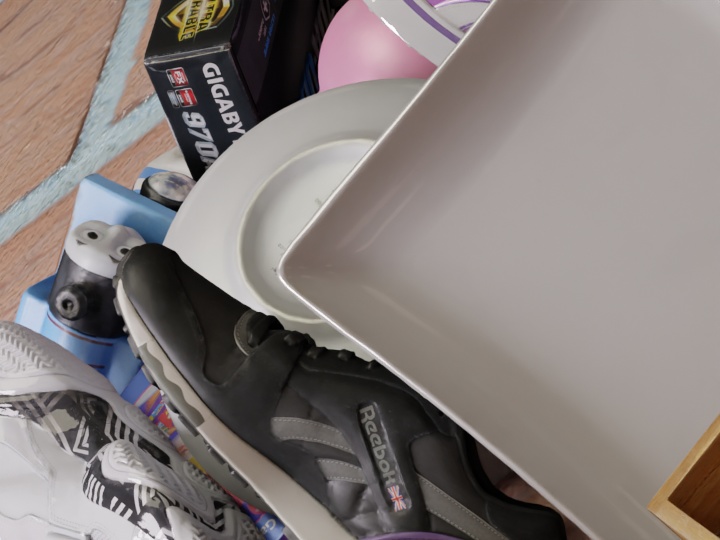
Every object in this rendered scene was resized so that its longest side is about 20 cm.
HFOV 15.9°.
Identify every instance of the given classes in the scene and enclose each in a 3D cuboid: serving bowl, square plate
[{"bbox_3d":[0.000,0.000,1.041,0.199,0.066,0.201,-10,58,16],"label":"serving bowl"},{"bbox_3d":[0.105,-0.015,0.902,0.200,0.198,0.028,-51,-15,-1],"label":"square plate"}]

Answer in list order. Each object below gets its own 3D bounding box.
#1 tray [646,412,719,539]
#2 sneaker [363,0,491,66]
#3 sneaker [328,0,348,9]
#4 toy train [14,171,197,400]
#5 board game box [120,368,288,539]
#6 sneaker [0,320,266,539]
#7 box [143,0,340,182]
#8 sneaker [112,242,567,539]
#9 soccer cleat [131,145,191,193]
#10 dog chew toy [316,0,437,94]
[{"bbox_3d":[0.188,0.025,0.819,0.200,0.037,0.099,-52,34,-2],"label":"tray"},{"bbox_3d":[0.086,-0.115,1.035,0.115,0.200,0.073,-59,-21,18],"label":"sneaker"},{"bbox_3d":[0.006,-0.110,1.267,0.071,0.099,0.200,-18,40,47],"label":"sneaker"},{"bbox_3d":[-0.122,0.051,1.189,0.114,0.086,0.201,-37,-30,-64],"label":"toy train"},{"bbox_3d":[-0.080,0.121,1.097,0.200,0.045,0.134,-52,44,-4],"label":"board game box"},{"bbox_3d":[-0.120,0.113,1.053,0.115,0.075,0.200,-54,47,4],"label":"sneaker"},{"bbox_3d":[-0.045,-0.103,1.272,0.046,0.159,0.200,-8,39,16],"label":"box"},{"bbox_3d":[-0.003,0.053,0.956,0.088,0.200,0.076,-42,-2,8],"label":"sneaker"},{"bbox_3d":[-0.084,-0.016,1.322,0.086,0.070,0.200,-42,25,19],"label":"soccer cleat"},{"bbox_3d":[0.038,-0.092,1.163,0.200,0.124,0.125,-48,23,16],"label":"dog chew toy"}]
